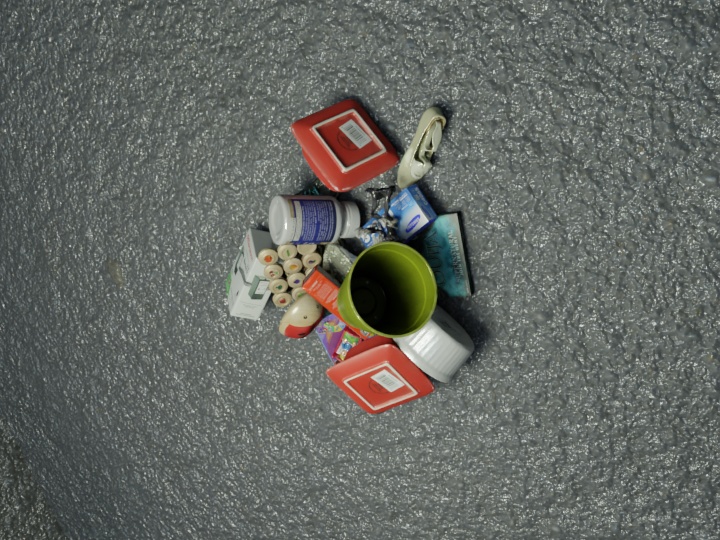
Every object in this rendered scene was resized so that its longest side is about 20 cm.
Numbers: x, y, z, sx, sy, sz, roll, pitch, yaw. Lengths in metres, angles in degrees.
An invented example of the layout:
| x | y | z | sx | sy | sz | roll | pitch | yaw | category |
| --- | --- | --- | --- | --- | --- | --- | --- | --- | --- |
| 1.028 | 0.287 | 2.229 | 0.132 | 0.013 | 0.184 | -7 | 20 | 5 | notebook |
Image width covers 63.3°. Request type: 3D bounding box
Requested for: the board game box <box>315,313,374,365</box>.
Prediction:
| x | y | z | sx | sy | sz | roll | pitch | yaw | category |
| --- | --- | --- | --- | --- | --- | --- | --- | --- | --- |
| -0.029 | 0.204 | 1.529 | 0.158 | 0.039 | 0.200 | -16 | 111 | 24 | board game box |

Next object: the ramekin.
| x | y | z | sx | sy | sz | roll | pitch | yaw | category |
| --- | --- | --- | --- | --- | --- | --- | --- | --- | --- |
| 0.169 | 0.154 | 1.357 | 0.200 | 0.200 | 0.098 | 43 | 104 | 9 | ramekin |

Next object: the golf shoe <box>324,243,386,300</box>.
| x | y | z | sx | sy | sz | roll | pitch | yaw | category |
| --- | --- | --- | --- | --- | --- | --- | --- | --- | --- |
| 0.000 | 0.000 | 1.454 | 0.200 | 0.097 | 0.078 | 46 | 139 | -1 | golf shoe |

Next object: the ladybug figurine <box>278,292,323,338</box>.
| x | y | z | sx | sy | sz | roll | pitch | yaw | category |
| --- | --- | --- | --- | --- | --- | --- | --- | --- | --- |
| -0.147 | 0.122 | 1.514 | 0.072 | 0.136 | 0.200 | 44 | 159 | 6 | ladybug figurine |

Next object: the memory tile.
| x | y | z | sx | sy | sz | roll | pitch | yaw | category |
| --- | --- | --- | --- | --- | --- | --- | --- | --- | --- |
| -0.169 | 0.007 | 1.501 | 0.153 | 0.017 | 0.200 | -17 | 131 | -6 | memory tile |

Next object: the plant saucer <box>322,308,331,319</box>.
| x | y | z | sx | sy | sz | roll | pitch | yaw | category |
| --- | --- | --- | --- | --- | --- | --- | --- | --- | --- |
| -0.044 | 0.148 | 1.567 | 0.200 | 0.019 | 0.070 | 47 | 121 | 6 | plant saucer |

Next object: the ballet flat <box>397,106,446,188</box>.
| x | y | z | sx | sy | sz | roll | pitch | yaw | category |
| --- | --- | --- | --- | --- | --- | --- | --- | --- | --- |
| 0.139 | -0.265 | 1.306 | 0.069 | 0.069 | 0.200 | 28 | 117 | 17 | ballet flat |

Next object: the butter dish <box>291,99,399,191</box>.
| x | y | z | sx | sy | sz | roll | pitch | yaw | category |
| --- | --- | --- | --- | --- | --- | --- | --- | --- | --- |
| -0.047 | -0.263 | 1.355 | 0.200 | 0.199 | 0.148 | 53 | 151 | 9 | butter dish |

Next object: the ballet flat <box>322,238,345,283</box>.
| x | y | z | sx | sy | sz | roll | pitch | yaw | category |
| --- | --- | --- | --- | --- | --- | --- | --- | --- | --- |
| -0.064 | 0.013 | 1.500 | 0.068 | 0.075 | 0.200 | 1 | 106 | 34 | ballet flat |

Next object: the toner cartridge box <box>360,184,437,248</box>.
| x | y | z | sx | sy | sz | roll | pitch | yaw | category |
| --- | --- | --- | --- | --- | --- | --- | --- | --- | --- |
| 0.083 | -0.107 | 1.378 | 0.200 | 0.043 | 0.095 | -40 | 79 | 42 | toner cartridge box |

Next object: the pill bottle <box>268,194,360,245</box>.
| x | y | z | sx | sy | sz | roll | pitch | yaw | category |
| --- | --- | --- | --- | --- | --- | --- | --- | --- | --- |
| -0.108 | -0.121 | 1.401 | 0.120 | 0.200 | 0.120 | 9 | 100 | 62 | pill bottle |

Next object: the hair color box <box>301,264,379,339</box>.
| x | y | z | sx | sy | sz | roll | pitch | yaw | category |
| --- | --- | --- | --- | --- | --- | --- | --- | --- | --- |
| -0.049 | 0.075 | 1.427 | 0.200 | 0.102 | 0.061 | 39 | 95 | -8 | hair color box |

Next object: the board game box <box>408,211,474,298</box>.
| x | y | z | sx | sy | sz | roll | pitch | yaw | category |
| --- | --- | --- | --- | --- | --- | --- | --- | --- | --- |
| 0.186 | -0.033 | 1.384 | 0.135 | 0.028 | 0.200 | -6 | 102 | 29 | board game box |

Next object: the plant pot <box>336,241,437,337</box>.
| x | y | z | sx | sy | sz | roll | pitch | yaw | category |
| --- | --- | --- | --- | --- | --- | --- | --- | --- | --- |
| 0.037 | 0.056 | 1.290 | 0.201 | 0.200 | 0.193 | 59 | 157 | 0 | plant pot |

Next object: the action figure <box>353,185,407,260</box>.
| x | y | z | sx | sy | sz | roll | pitch | yaw | category |
| --- | --- | --- | --- | --- | --- | --- | --- | --- | --- |
| 0.046 | -0.087 | 1.319 | 0.119 | 0.102 | 0.200 | 12 | 115 | 54 | action figure |

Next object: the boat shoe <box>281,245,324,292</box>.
| x | y | z | sx | sy | sz | roll | pitch | yaw | category |
| --- | --- | --- | --- | --- | --- | --- | --- | --- | --- |
| -0.183 | -0.004 | 1.557 | 0.075 | 0.075 | 0.202 | 47 | 121 | 7 | boat shoe |

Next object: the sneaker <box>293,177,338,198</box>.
| x | y | z | sx | sy | sz | roll | pitch | yaw | category |
| --- | --- | --- | --- | --- | --- | --- | --- | --- | --- |
| -0.136 | -0.173 | 1.470 | 0.200 | 0.091 | 0.078 | -35 | 89 | 31 | sneaker |

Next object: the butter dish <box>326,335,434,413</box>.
| x | y | z | sx | sy | sz | roll | pitch | yaw | category |
| --- | --- | --- | --- | --- | --- | --- | --- | --- | --- |
| 0.052 | 0.223 | 1.396 | 0.199 | 0.148 | 0.200 | -27 | 122 | 27 | butter dish |

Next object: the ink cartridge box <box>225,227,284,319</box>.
| x | y | z | sx | sy | sz | roll | pitch | yaw | category |
| --- | --- | --- | --- | --- | --- | --- | --- | --- | --- |
| -0.286 | 0.008 | 1.570 | 0.200 | 0.084 | 0.146 | -61 | 32 | 27 | ink cartridge box |
